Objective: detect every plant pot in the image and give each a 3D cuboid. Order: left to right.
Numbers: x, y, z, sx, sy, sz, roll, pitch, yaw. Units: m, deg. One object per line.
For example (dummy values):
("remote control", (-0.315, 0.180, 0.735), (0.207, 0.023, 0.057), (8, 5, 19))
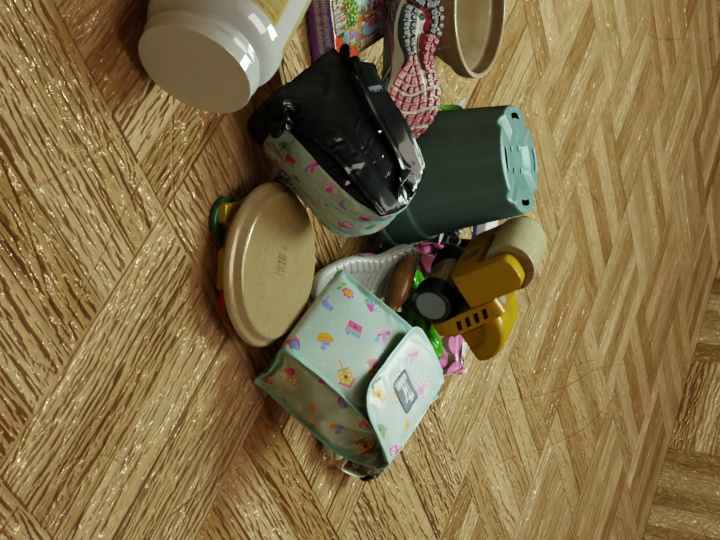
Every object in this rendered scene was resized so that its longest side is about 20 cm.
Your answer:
("plant pot", (0.138, -0.386, 1.835), (0.200, 0.092, 0.203), (-20, 113, -61))
("plant pot", (0.131, -0.141, 1.723), (0.200, 0.194, 0.202), (26, 60, -59))

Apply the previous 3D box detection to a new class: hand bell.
("hand bell", (0.031, 0.072, 1.678), (0.104, 0.103, 0.202), (41, 68, -59))

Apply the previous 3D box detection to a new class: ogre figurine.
("ogre figurine", (0.078, 0.064, 1.803), (0.201, 0.098, 0.120), (56, 13, 18))

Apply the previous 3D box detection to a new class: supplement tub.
("supplement tub", (-0.129, -0.276, 1.267), (0.201, 0.143, 0.145), (-67, 149, -30))

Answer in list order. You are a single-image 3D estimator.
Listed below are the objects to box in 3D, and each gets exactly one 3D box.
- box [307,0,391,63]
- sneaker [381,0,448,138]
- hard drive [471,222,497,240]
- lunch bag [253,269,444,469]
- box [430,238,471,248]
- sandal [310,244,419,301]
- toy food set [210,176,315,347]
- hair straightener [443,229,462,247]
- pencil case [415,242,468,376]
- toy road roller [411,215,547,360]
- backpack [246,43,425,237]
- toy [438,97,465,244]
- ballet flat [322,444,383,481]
("box", (-0.007, -0.357, 1.609), (0.200, 0.039, 0.138), (-45, 134, -51))
("sneaker", (0.063, -0.268, 1.648), (0.080, 0.075, 0.202), (6, 98, -29))
("hard drive", (0.197, -0.083, 1.953), (0.132, 0.025, 0.202), (-59, 156, -59))
("lunch bag", (-0.002, 0.128, 1.541), (0.171, 0.199, 0.122), (-52, -179, -43))
("box", (0.165, 0.017, 2.041), (0.200, 0.037, 0.138), (-3, 99, -63))
("sandal", (-0.002, 0.007, 1.690), (0.201, 0.050, 0.083), (-12, 123, -44))
("toy food set", (-0.112, -0.010, 1.471), (0.200, 0.048, 0.200), (-10, 105, -62))
("hair straightener", (0.156, -0.093, 1.882), (0.201, 0.040, 0.077), (-74, 169, -48))
("pencil case", (0.123, 0.060, 1.903), (0.090, 0.093, 0.202), (-11, 105, -48))
("toy road roller", (0.181, 0.031, 1.707), (0.146, 0.199, 0.123), (53, 36, -15))
("backpack", (-0.021, -0.140, 1.464), (0.200, 0.126, 0.167), (49, 62, -4))
("toy", (0.123, -0.156, 1.899), (0.115, 0.047, 0.202), (-50, 149, -63))
("ballet flat", (-0.015, 0.238, 1.707), (0.201, 0.071, 0.073), (57, 47, -51))
